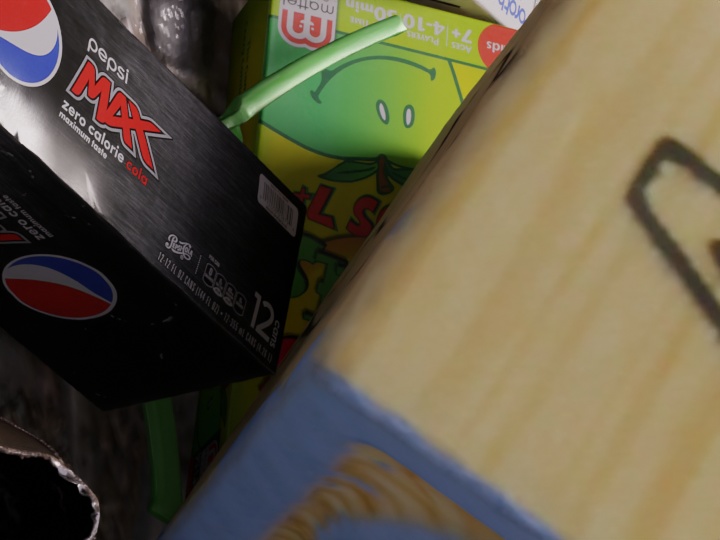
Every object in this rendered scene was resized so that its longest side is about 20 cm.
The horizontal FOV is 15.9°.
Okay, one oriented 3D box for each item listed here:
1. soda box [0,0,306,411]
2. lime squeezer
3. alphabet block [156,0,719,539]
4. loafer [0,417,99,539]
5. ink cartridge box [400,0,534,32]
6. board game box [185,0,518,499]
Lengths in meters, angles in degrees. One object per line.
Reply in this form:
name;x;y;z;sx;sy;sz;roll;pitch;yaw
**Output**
soda box;-0.099;-0.040;0.721;0.200;0.070;0.064;46;43;-41
lime squeezer;-0.049;-0.021;0.861;0.201;0.070;0.038;-66;-176;-22
alphabet block;0.083;0.045;0.796;0.196;0.195;0.200;36;60;-3
loafer;-0.145;0.054;0.631;0.199;0.071;0.073;0;82;-48
ink cartridge box;-0.019;-0.136;0.926;0.200;0.094;0.044;32;65;-55
board game box;0.000;0.000;0.922;0.101;0.048;0.201;12;65;-18
